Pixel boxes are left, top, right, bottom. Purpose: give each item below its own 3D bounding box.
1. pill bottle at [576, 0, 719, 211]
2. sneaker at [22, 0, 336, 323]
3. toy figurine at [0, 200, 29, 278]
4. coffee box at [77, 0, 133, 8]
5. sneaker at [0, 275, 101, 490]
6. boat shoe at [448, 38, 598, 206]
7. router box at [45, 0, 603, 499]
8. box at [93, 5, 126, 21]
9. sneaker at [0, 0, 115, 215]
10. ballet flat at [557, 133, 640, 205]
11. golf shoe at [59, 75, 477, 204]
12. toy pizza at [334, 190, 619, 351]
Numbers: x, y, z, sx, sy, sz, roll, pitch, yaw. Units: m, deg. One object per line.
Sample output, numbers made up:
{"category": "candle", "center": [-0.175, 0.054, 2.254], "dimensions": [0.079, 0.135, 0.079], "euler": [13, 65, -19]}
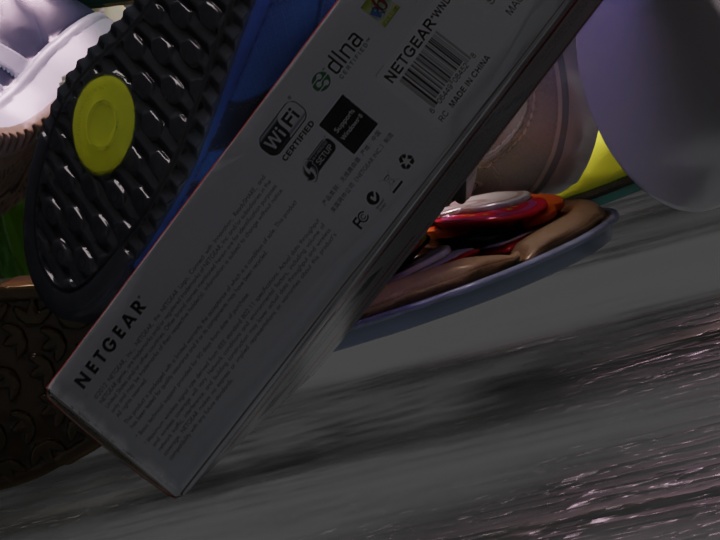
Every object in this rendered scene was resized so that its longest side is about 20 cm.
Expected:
{"category": "pill bottle", "center": [0.177, -0.091, 0.914], "dimensions": [0.199, 0.120, 0.120], "euler": [-21, 6, -28]}
{"category": "sneaker", "center": [-0.031, -0.067, 0.803], "dimensions": [0.078, 0.201, 0.066], "euler": [6, 29, -47]}
{"category": "toy figurine", "center": [-0.199, 0.013, 1.004], "dimensions": [0.183, 0.151, 0.200], "euler": [-20, 20, 3]}
{"category": "coffee box", "center": [-0.087, -0.128, 1.001], "dimensions": [0.199, 0.044, 0.123], "euler": [-3, 18, 29]}
{"category": "sneaker", "center": [-0.159, 0.043, 0.889], "dimensions": [0.199, 0.067, 0.090], "euler": [-20, 10, 5]}
{"category": "boat shoe", "center": [0.036, -0.056, 1.097], "dimensions": [0.068, 0.072, 0.200], "euler": [-10, -7, -21]}
{"category": "router box", "center": [0.008, -0.041, 0.785], "dimensions": [0.200, 0.049, 0.179], "euler": [-52, -3, 13]}
{"category": "box", "center": [-0.122, -0.041, 1.159], "dimensions": [0.144, 0.036, 0.200], "euler": [-15, -36, 26]}
{"category": "sneaker", "center": [-0.158, -0.061, 0.873], "dimensions": [0.070, 0.108, 0.200], "euler": [-56, -7, 30]}
{"category": "ballet flat", "center": [0.157, -0.082, 1.165], "dimensions": [0.199, 0.067, 0.067], "euler": [-18, 6, -5]}
{"category": "golf shoe", "center": [-0.016, -0.047, 0.916], "dimensions": [0.078, 0.098, 0.200], "euler": [-2, 9, 41]}
{"category": "toy pizza", "center": [0.000, 0.000, 1.026], "dimensions": [0.199, 0.032, 0.200], "euler": [-17, 5, 2]}
